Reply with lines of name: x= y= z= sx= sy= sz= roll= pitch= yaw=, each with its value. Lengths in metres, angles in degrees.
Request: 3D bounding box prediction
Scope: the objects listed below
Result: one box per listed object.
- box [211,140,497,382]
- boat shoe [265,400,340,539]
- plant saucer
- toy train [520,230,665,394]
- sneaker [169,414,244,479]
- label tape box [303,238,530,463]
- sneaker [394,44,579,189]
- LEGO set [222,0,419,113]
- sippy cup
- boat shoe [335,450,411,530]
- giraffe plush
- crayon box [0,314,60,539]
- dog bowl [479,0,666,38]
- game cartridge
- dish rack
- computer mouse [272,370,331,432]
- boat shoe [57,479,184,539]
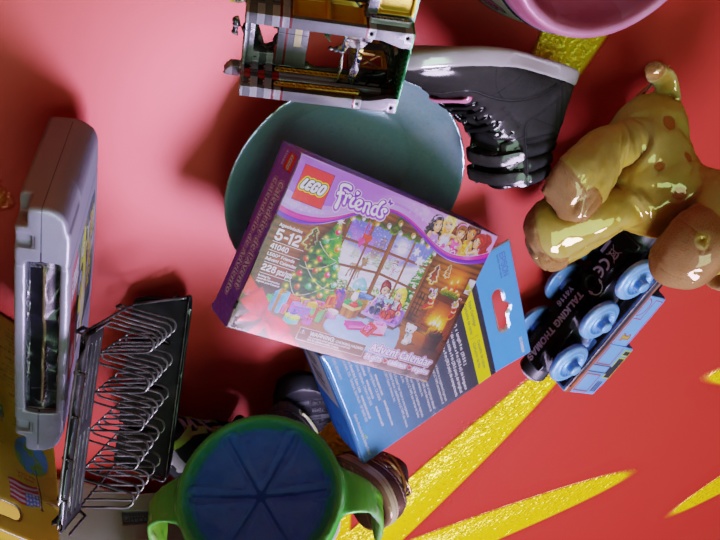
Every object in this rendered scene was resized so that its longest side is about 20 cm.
box: x=0.000 y=0.000 z=0.695 sx=0.198 sy=0.039 sz=0.138 roll=18 pitch=101 yaw=-34
boat shoe: x=-0.058 y=0.206 z=0.879 sx=0.071 sy=0.061 sz=0.203 roll=-5 pitch=137 yaw=2
plant saucer: x=-0.015 y=-0.072 z=0.709 sx=0.198 sy=0.039 sz=0.203 roll=-14 pitch=133 yaw=-15
toy train: x=0.240 y=0.035 z=0.896 sx=0.113 sy=0.087 sz=0.201 roll=10 pitch=122 yaw=-43
sneaker: x=-0.149 y=0.160 z=0.847 sx=0.083 sy=0.071 sz=0.201 roll=-48 pitch=138 yaw=-15
label tape box: x=0.052 y=0.061 z=0.822 sx=0.198 sy=0.063 sz=0.145 roll=-31 pitch=129 yaw=-15
sneaker: x=0.092 y=-0.110 z=0.657 sx=0.198 sy=0.070 sz=0.101 roll=-3 pitch=105 yaw=-47
LEGO set: x=-0.025 y=-0.193 z=0.523 sx=0.114 sy=0.156 sz=0.201 roll=5 pitch=147 yaw=-9
sippy cup: x=-0.078 y=0.212 z=0.755 sx=0.140 sy=0.176 sz=0.131 roll=-51 pitch=157 yaw=-30
boat shoe: x=0.015 y=0.206 z=0.891 sx=0.071 sy=0.073 sz=0.200 roll=-21 pitch=176 yaw=-18
giraffe plush: x=0.252 y=-0.051 z=0.733 sx=0.200 sy=0.162 sz=0.173 roll=-48 pitch=165 yaw=-2
crayon box: x=-0.278 y=0.104 z=0.626 sx=0.051 sy=0.201 sz=0.127 roll=-35 pitch=134 yaw=9
dog bowl: x=0.160 y=-0.251 z=0.609 sx=0.197 sy=0.074 sz=0.202 roll=-13 pitch=133 yaw=-14
game cartridge: x=-0.209 y=0.006 z=0.618 sx=0.040 sy=0.134 sz=0.202 roll=5 pitch=126 yaw=-15
dish rack: x=-0.173 y=0.100 z=0.661 sx=0.054 sy=0.200 sz=0.156 roll=7 pitch=94 yaw=-2
computer mouse: x=-0.062 y=0.163 z=0.904 sx=0.058 sy=0.034 sz=0.202 roll=-5 pitch=136 yaw=-11
boat shoe: x=-0.244 y=0.250 z=0.861 sx=0.198 sy=0.071 sz=0.072 roll=11 pitch=139 yaw=-30
